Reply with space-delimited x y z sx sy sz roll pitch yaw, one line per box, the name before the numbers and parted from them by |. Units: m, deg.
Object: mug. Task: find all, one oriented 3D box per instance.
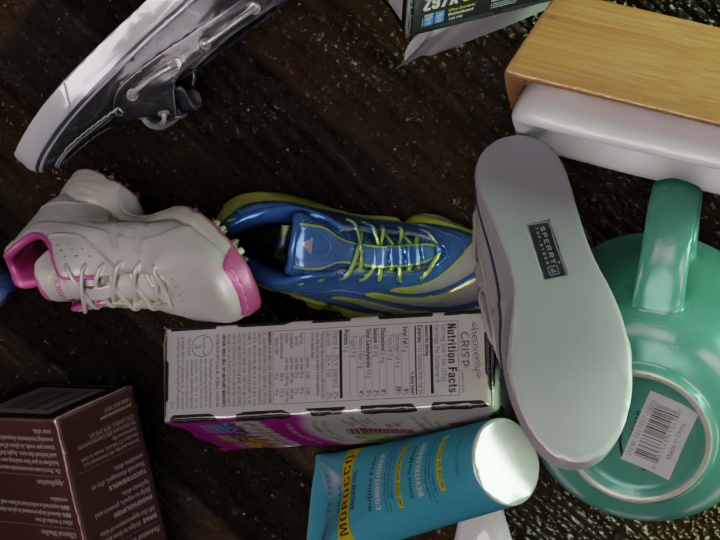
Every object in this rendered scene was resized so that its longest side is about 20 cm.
mug | 0.163 0.057 1.227 0.151 0.115 0.186 -22 108 24

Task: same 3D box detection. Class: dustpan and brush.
dustpan and brush | 0.111 -0.187 1.209 0.198 0.140 0.058 -21 90 -9

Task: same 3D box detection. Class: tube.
tube | 0.027 0.133 1.265 0.050 0.078 0.199 24 152 -29

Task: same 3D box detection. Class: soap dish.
soap dish | 0.184 -0.096 1.192 0.198 0.157 0.082 14 89 7

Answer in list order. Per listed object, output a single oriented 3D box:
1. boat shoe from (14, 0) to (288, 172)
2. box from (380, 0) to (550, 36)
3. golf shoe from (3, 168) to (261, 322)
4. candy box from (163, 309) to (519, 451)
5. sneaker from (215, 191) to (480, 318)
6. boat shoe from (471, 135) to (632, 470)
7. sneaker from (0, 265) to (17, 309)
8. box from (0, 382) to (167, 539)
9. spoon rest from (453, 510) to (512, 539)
boat shoe | -0.128 -0.119 1.285 0.200 0.072 0.068 -42 92 9
box | 0.079 -0.214 1.137 0.198 0.160 0.050 -16 138 -20
golf shoe | -0.139 0.002 1.256 0.199 0.091 0.076 19 137 48
candy box | -0.007 0.069 1.265 0.198 0.136 0.062 -3 78 11
sneaker | 0.000 0.000 1.264 0.198 0.105 0.077 9 95 8
boat shoe | 0.099 0.024 1.163 0.071 0.066 0.202 -11 63 -11
sneaker | -0.298 -0.046 1.325 0.199 0.079 0.089 38 109 0
box | -0.179 0.177 1.340 0.100 0.075 0.202 -1 104 42
spoon rest | 0.079 0.210 1.335 0.098 0.061 0.202 0 116 12
